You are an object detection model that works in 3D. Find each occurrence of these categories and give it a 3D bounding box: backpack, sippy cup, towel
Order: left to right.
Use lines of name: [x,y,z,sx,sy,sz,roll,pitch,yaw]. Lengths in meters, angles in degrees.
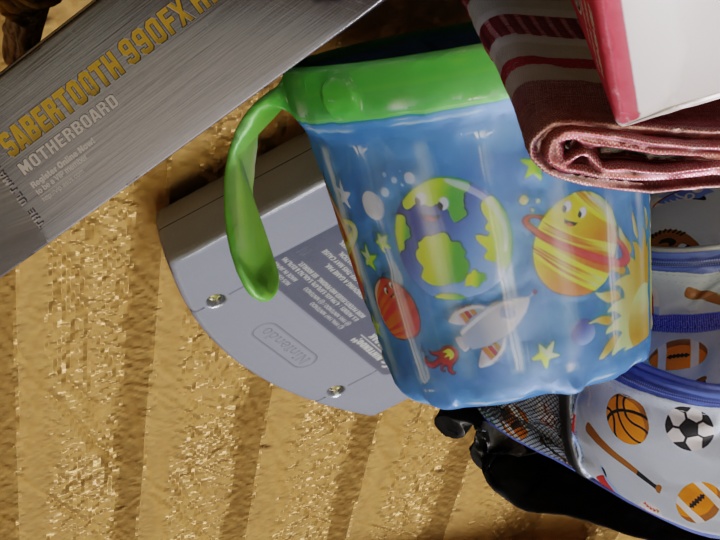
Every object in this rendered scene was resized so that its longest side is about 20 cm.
sippy cup: [0.049,-0.023,0.795,0.139,0.131,0.178,-18,-168,-38]
towel: [0.107,-0.066,0.679,0.144,0.200,0.023,4,113,-7]
backpack: [0.155,0.021,0.900,0.200,0.190,0.154,-29,129,-24]

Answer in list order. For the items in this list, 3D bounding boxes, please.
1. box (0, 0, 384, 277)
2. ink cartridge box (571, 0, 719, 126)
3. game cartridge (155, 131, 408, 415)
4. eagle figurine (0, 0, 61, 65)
box: [-0.038,-0.081,0.676,0.158,0.048,0.200,-33,-173,24]
ink cartridge box: [0.068,-0.162,0.564,0.085,0.200,0.148,-20,150,3]
game cartridge: [0.000,0.000,0.953,0.133,0.042,0.200,-23,150,15]
eagle figurine: [-0.177,-0.089,0.602,0.199,0.151,0.152,1,132,-17]
